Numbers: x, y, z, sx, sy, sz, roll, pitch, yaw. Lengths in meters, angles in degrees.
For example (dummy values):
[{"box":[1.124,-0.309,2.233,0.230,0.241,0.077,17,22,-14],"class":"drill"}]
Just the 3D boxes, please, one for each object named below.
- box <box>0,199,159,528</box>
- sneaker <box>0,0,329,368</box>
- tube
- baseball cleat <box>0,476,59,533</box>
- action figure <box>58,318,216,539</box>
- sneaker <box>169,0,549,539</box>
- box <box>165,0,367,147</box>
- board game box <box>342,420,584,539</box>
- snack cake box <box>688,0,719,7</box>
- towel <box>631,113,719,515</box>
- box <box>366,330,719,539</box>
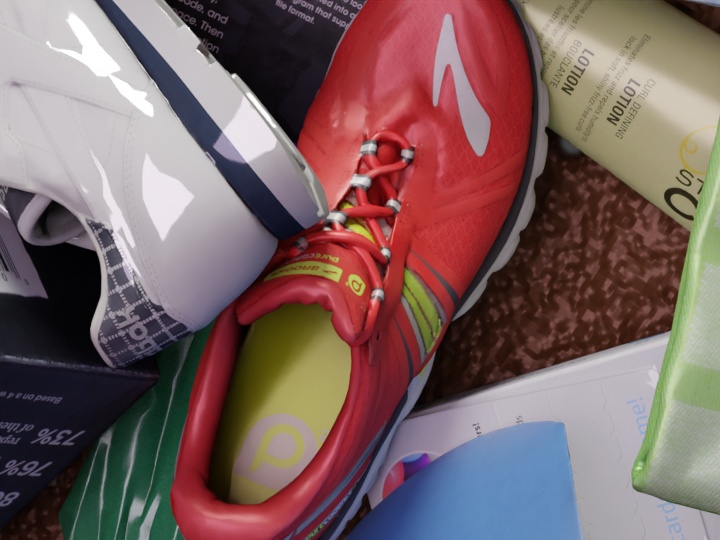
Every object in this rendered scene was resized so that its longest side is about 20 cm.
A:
[{"box":[-0.186,0.044,0.853,0.200,0.148,0.105,-41,62,24],"class":"box"},{"box":[-0.096,-0.065,0.821,0.080,0.076,0.200,-42,65,4],"class":"sneaker"},{"box":[0.121,-0.034,0.877,0.199,0.058,0.052,36,64,11],"class":"tube"},{"box":[-0.144,-0.004,0.962,0.106,0.070,0.202,7,81,25],"class":"baseball cleat"},{"box":[-0.055,0.084,0.929,0.117,0.055,0.202,9,85,20],"class":"action figure"},{"box":[0.000,0.000,0.844,0.077,0.085,0.201,20,88,9],"class":"sneaker"},{"box":[-0.028,-0.121,0.892,0.142,0.036,0.201,27,103,-3],"class":"box"},{"box":[0.024,0.141,0.812,0.039,0.201,0.158,35,116,-24],"class":"board game box"},{"box":[0.024,-0.151,0.831,0.198,0.067,0.116,11,100,1],"class":"snack cake box"},{"box":[0.187,0.016,0.793,0.198,0.031,0.150,13,87,-1],"class":"towel"},{"box":[0.110,0.095,0.863,0.199,0.041,0.157,-18,88,23],"class":"box"}]
